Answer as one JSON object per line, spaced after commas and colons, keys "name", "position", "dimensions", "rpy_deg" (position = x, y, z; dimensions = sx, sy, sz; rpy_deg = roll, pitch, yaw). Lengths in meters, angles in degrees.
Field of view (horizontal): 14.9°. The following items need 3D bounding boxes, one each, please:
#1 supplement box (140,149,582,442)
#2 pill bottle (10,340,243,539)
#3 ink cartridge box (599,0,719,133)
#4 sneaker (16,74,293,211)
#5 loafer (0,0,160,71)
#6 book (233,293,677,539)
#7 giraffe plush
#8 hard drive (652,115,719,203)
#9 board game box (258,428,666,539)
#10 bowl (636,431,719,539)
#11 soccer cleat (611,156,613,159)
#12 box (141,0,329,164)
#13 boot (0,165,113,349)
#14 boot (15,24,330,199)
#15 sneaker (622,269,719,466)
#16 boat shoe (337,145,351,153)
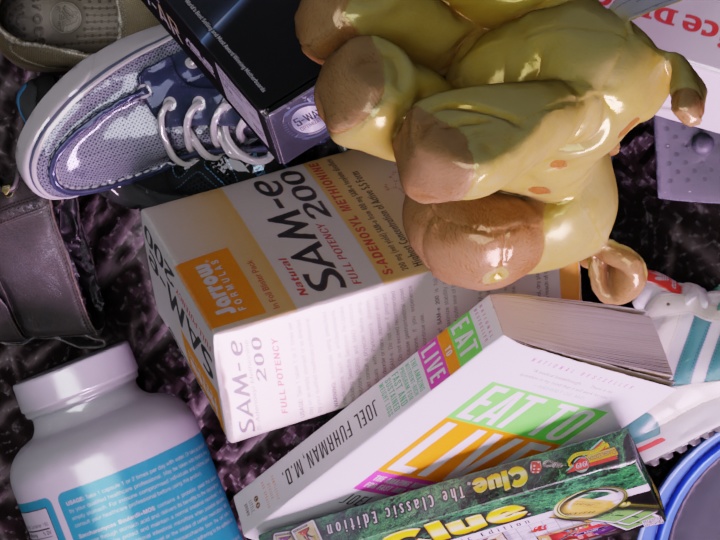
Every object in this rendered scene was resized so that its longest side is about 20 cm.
{"name": "supplement box", "position": [0.000, 0.000, 1.438], "dimensions": [0.199, 0.126, 0.074], "rpy_deg": [-17, 127, -15]}
{"name": "pill bottle", "position": [-0.126, 0.144, 1.534], "dimensions": [0.110, 0.111, 0.201], "rpy_deg": [-20, 93, 13]}
{"name": "ink cartridge box", "position": [0.180, -0.182, 1.398], "dimensions": [0.145, 0.084, 0.201], "rpy_deg": [17, 77, 5]}
{"name": "sneaker", "position": [-0.093, -0.063, 1.518], "dimensions": [0.199, 0.073, 0.082], "rpy_deg": [29, 101, -11]}
{"name": "loafer", "position": [-0.113, -0.144, 1.511], "dimensions": [0.199, 0.067, 0.076], "rpy_deg": [-11, 94, 13]}
{"name": "book", "position": [0.046, 0.084, 1.430], "dimensions": [0.200, 0.133, 0.048], "rpy_deg": [-40, 55, 33]}
{"name": "giraffe plush", "position": [0.071, -0.061, 1.319], "dimensions": [0.199, 0.173, 0.163], "rpy_deg": [-9, 140, -12]}
{"name": "hard drive", "position": [0.254, -0.104, 1.459], "dimensions": [0.199, 0.042, 0.136], "rpy_deg": [-3, 96, 11]}
{"name": "board game box", "position": [0.056, 0.135, 1.446], "dimensions": [0.199, 0.105, 0.024], "rpy_deg": [-17, 62, 9]}
{"name": "bowl", "position": [0.247, 0.167, 1.492], "dimensions": [0.200, 0.039, 0.202], "rpy_deg": [2, 99, 10]}
{"name": "soccer cleat", "position": [0.117, -0.120, 1.460], "dimensions": [0.067, 0.081, 0.201], "rpy_deg": [-2, 99, -20]}
{"name": "box", "position": [-0.031, -0.168, 1.416], "dimensions": [0.160, 0.044, 0.200], "rpy_deg": [-33, 57, -10]}
{"name": "boot", "position": [-0.238, -0.031, 1.551], "dimensions": [0.174, 0.069, 0.201], "rpy_deg": [-18, 103, 21]}
{"name": "boot", "position": [-0.079, -0.085, 1.430], "dimensions": [0.200, 0.073, 0.090], "rpy_deg": [-33, 45, -7]}
{"name": "sneaker", "position": [0.189, 0.031, 1.469], "dimensions": [0.199, 0.070, 0.094], "rpy_deg": [-28, 92, 9]}
{"name": "boat shoe", "position": [0.034, -0.144, 1.482], "dimensions": [0.074, 0.062, 0.201], "rpy_deg": [16, 100, -19]}
